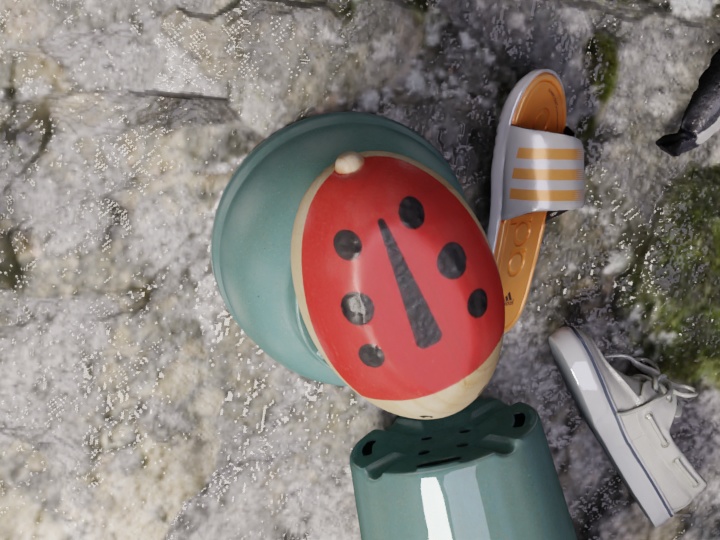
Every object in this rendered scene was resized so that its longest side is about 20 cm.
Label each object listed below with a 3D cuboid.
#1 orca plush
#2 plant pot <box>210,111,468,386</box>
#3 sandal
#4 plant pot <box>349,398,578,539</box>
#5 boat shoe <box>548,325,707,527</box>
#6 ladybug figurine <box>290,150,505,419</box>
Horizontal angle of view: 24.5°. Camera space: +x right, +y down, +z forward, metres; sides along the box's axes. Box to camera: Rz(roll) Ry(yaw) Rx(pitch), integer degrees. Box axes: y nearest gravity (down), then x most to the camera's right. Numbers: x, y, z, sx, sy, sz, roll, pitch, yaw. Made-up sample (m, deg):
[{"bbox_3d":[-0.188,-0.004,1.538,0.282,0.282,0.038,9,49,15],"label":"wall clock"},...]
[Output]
[{"bbox_3d":[0.294,-0.168,1.250,0.200,0.071,0.105,-44,156,8],"label":"orca plush"},{"bbox_3d":[0.000,0.000,1.187,0.198,0.134,0.202,-4,109,-12],"label":"plant pot"},{"bbox_3d":[0.135,-0.044,1.227,0.079,0.059,0.208,-13,117,-48],"label":"sandal"},{"bbox_3d":[0.083,0.214,1.257,0.199,0.200,0.198,-15,102,-7],"label":"plant pot"},{"bbox_3d":[0.223,0.109,1.306,0.086,0.075,0.203,-33,114,0],"label":"boat shoe"},{"bbox_3d":[0.028,0.015,1.087,0.135,0.072,0.201,-28,111,-2],"label":"ladybug figurine"}]
